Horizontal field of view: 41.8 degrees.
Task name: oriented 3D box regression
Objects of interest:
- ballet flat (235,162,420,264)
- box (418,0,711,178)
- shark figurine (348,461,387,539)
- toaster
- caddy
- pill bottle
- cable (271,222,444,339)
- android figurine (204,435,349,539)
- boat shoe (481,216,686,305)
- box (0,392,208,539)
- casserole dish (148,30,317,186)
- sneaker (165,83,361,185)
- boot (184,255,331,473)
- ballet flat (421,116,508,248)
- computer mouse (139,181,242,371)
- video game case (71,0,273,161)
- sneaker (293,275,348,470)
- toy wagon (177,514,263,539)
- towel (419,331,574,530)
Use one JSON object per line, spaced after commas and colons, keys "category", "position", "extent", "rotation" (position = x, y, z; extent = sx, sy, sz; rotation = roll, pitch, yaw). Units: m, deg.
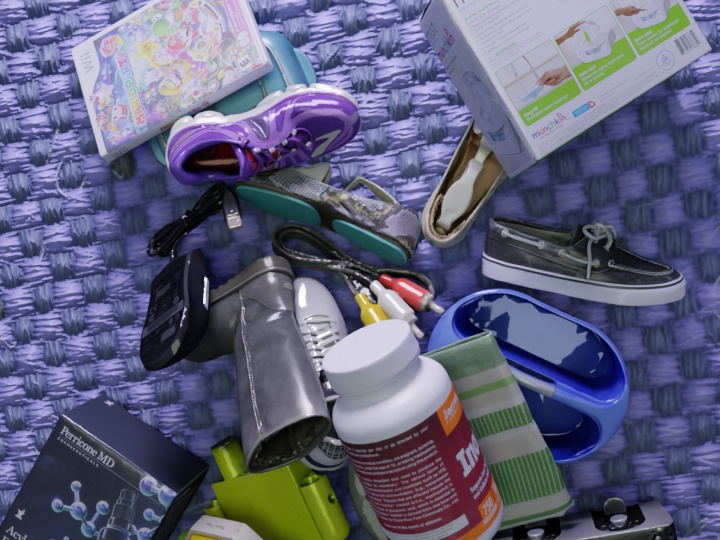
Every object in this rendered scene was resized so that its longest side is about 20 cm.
{"category": "ballet flat", "position": [-0.028, -0.071, 0.967], "extent": [0.198, 0.072, 0.073], "rotation": [22, 98, 7]}
{"category": "box", "position": [0.184, -0.217, 0.870], "extent": [0.199, 0.097, 0.178], "rotation": [-33, 89, -8]}
{"category": "shark figurine", "position": [0.012, 0.222, 0.976], "extent": [0.127, 0.089, 0.217], "rotation": [-24, 100, -23]}
{"category": "toaster", "position": [0.232, 0.333, 0.924], "extent": [0.178, 0.119, 0.203], "rotation": [-13, 93, 11]}
{"category": "caddy", "position": [0.161, 0.100, 0.922], "extent": [0.198, 0.105, 0.143], "rotation": [24, 97, 7]}
{"category": "pill bottle", "position": [0.044, 0.152, 0.841], "extent": [0.112, 0.113, 0.202], "rotation": [-22, 107, 10]}
{"category": "cable", "position": [0.000, 0.000, 0.955], "extent": [0.200, 0.051, 0.097], "rotation": [42, 65, 18]}
{"category": "android figurine", "position": [-0.085, 0.264, 0.983], "extent": [0.181, 0.041, 0.202], "rotation": [-20, 94, 37]}
{"category": "boat shoe", "position": [0.219, -0.016, 0.921], "extent": [0.196, 0.074, 0.069], "rotation": [11, 111, 17]}
{"category": "box", "position": [-0.282, 0.263, 1.007], "extent": [0.147, 0.107, 0.202], "rotation": [31, 98, 6]}
{"category": "casserole dish", "position": [-0.140, -0.169, 0.983], "extent": [0.198, 0.039, 0.123], "rotation": [-25, 90, 11]}
{"category": "sneaker", "position": [-0.092, -0.119, 0.924], "extent": [0.197, 0.084, 0.081], "rotation": [-16, 124, 0]}
{"category": "boot", "position": [-0.110, 0.106, 0.920], "extent": [0.181, 0.072, 0.202], "rotation": [-40, 51, 30]}
{"category": "ballet flat", "position": [0.123, -0.110, 0.933], "extent": [0.067, 0.062, 0.202], "rotation": [27, 98, 5]}
{"category": "computer mouse", "position": [-0.158, 0.006, 0.938], "extent": [0.140, 0.202, 0.046], "rotation": [-37, 128, 24]}
{"category": "video game case", "position": [-0.198, -0.217, 0.970], "extent": [0.198, 0.018, 0.145], "rotation": [-27, 66, 10]}
{"category": "sneaker", "position": [-0.036, 0.092, 0.937], "extent": [0.075, 0.081, 0.203], "rotation": [-7, 67, -13]}
{"category": "toy wagon", "position": [-0.111, 0.344, 0.982], "extent": [0.154, 0.040, 0.202], "rotation": [-1, 117, 38]}
{"category": "towel", "position": [0.102, 0.165, 0.906], "extent": [0.151, 0.023, 0.202], "rotation": [-21, 106, 27]}
